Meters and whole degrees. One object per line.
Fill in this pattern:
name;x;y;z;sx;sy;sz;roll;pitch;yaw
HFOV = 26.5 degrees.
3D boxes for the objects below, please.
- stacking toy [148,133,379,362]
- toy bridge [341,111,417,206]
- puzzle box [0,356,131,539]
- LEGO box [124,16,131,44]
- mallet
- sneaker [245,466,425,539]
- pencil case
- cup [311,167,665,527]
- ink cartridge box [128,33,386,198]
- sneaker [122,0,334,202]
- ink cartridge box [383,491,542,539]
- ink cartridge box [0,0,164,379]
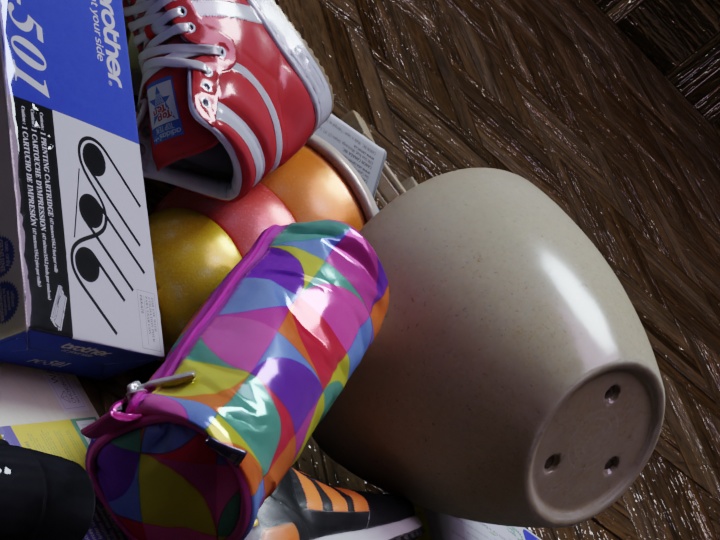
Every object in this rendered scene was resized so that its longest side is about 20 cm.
stacking toy;-0.091;0.008;0.845;0.147;0.146;0.200;53;39;8
toy bridge;0.044;-0.045;1.248;0.200;0.027;0.067;47;13;-42
puzzle box;-0.170;0.060;0.673;0.201;0.025;0.133;57;20;16
LEGO box;-0.199;-0.165;0.828;0.149;0.077;0.201;37;46;-35
mallet;-0.165;0.035;0.643;0.066;0.041;0.201;27;27;-46
sneaker;-0.035;0.122;0.791;0.090;0.070;0.200;59;23;14
pencil case;-0.052;0.049;0.718;0.088;0.088;0.200;48;33;-8
cup;0.086;0.062;0.855;0.200;0.201;0.143;30;4;-45
ink cartridge box;-0.108;-0.103;0.985;0.199;0.173;0.044;30;72;-45
sneaker;-0.105;-0.127;0.805;0.200;0.071;0.113;49;47;-13
ink cartridge box;0.105;0.237;0.941;0.197;0.047;0.201;40;24;-33
ink cartridge box;-0.148;-0.055;0.724;0.094;0.044;0.202;18;58;-56
